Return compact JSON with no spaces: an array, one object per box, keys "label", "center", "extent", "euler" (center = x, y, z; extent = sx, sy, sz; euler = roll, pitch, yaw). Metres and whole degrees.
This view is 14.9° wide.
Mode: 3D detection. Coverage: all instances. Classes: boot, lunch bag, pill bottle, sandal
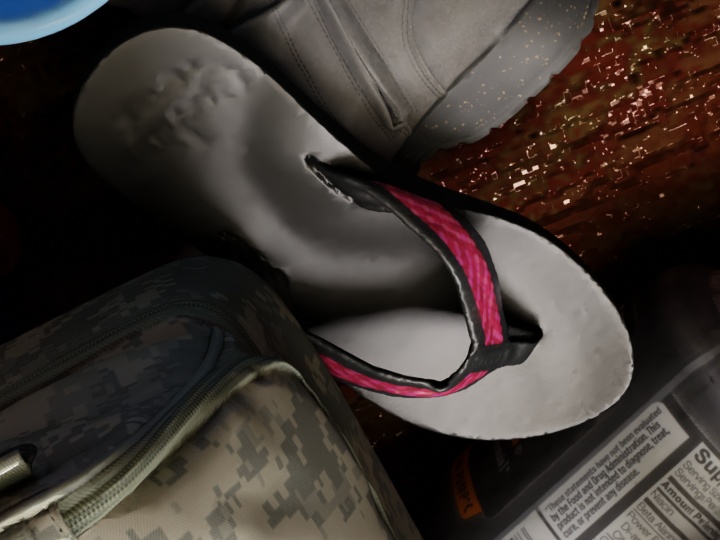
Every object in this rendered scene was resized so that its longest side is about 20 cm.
[{"label":"boot","center":[-0.037,-0.058,0.820],"extent":[0.131,0.070,0.200],"euler":[32,105,-33]},{"label":"lunch bag","center":[-0.044,0.116,0.733],"extent":[0.139,0.168,0.201],"euler":[-26,103,8]},{"label":"pill bottle","center":[0.103,0.070,0.940],"extent":[0.106,0.107,0.200],"euler":[31,115,-36]},{"label":"sandal","center":[0.000,0.000,0.799],"extent":[0.200,0.045,0.075],"euler":[33,108,-28]}]

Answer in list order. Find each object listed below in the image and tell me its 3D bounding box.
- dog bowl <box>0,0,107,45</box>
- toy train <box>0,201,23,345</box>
[{"label":"dog bowl","center":[-0.064,-0.137,0.697],"extent":[0.200,0.050,0.112],"euler":[-42,122,-6]},{"label":"toy train","center":[-0.163,0.017,0.838],"extent":[0.115,0.085,0.201],"euler":[-8,134,8]}]
